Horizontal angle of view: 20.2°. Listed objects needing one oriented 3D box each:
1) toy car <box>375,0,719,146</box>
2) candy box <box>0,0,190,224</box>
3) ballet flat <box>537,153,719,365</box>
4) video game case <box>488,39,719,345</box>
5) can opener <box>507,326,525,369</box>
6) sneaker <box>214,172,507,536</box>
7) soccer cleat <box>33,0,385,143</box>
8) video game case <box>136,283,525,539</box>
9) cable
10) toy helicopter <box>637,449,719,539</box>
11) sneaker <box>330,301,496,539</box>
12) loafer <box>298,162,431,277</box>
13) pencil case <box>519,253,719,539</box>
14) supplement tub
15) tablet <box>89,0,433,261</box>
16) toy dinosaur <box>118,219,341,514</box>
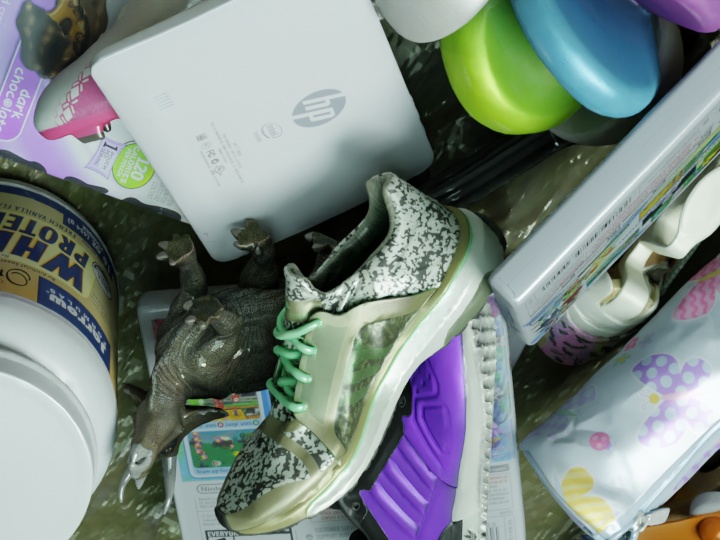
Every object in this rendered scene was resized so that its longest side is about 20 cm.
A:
[{"bbox_3d":[0.116,-0.153,0.929,0.174,0.150,0.201,30,84,-36],"label":"toy car"},{"bbox_3d":[-0.115,-0.128,1.045,0.198,0.072,0.169,19,113,-16],"label":"candy box"},{"bbox_3d":[0.162,-0.018,1.135,0.069,0.071,0.201,27,112,-19],"label":"ballet flat"},{"bbox_3d":[0.142,-0.049,0.999,0.022,0.182,0.200,44,89,11],"label":"video game case"},{"bbox_3d":[0.052,0.088,1.178,0.053,0.067,0.201,17,121,-15],"label":"can opener"},{"bbox_3d":[-0.020,0.034,0.985,0.088,0.077,0.201,39,83,-32],"label":"sneaker"},{"bbox_3d":[-0.076,-0.132,0.978,0.199,0.070,0.087,-24,101,3],"label":"soccer cleat"},{"bbox_3d":[-0.012,0.086,1.128,0.198,0.024,0.183,-4,119,6],"label":"video game case"},{"bbox_3d":[0.116,-0.069,1.052,0.199,0.097,0.051,-38,108,-15],"label":"cable"},{"bbox_3d":[0.190,0.140,1.185,0.078,0.133,0.201,29,111,-20],"label":"toy helicopter"},{"bbox_3d":[0.021,0.090,1.075,0.098,0.070,0.202,3,119,4],"label":"sneaker"},{"bbox_3d":[0.000,0.000,1.123,0.071,0.073,0.202,-1,118,-8],"label":"loafer"},{"bbox_3d":[0.181,0.065,1.113,0.200,0.091,0.083,-44,116,-1],"label":"pencil case"},{"bbox_3d":[-0.198,0.053,1.057,0.143,0.200,0.146,-3,118,-5],"label":"supplement tub"},{"bbox_3d":[-0.041,-0.074,0.980,0.129,0.014,0.200,-25,151,2],"label":"tablet"},{"bbox_3d":[-0.054,0.029,1.046,0.199,0.077,0.103,-28,141,-24],"label":"toy dinosaur"}]
